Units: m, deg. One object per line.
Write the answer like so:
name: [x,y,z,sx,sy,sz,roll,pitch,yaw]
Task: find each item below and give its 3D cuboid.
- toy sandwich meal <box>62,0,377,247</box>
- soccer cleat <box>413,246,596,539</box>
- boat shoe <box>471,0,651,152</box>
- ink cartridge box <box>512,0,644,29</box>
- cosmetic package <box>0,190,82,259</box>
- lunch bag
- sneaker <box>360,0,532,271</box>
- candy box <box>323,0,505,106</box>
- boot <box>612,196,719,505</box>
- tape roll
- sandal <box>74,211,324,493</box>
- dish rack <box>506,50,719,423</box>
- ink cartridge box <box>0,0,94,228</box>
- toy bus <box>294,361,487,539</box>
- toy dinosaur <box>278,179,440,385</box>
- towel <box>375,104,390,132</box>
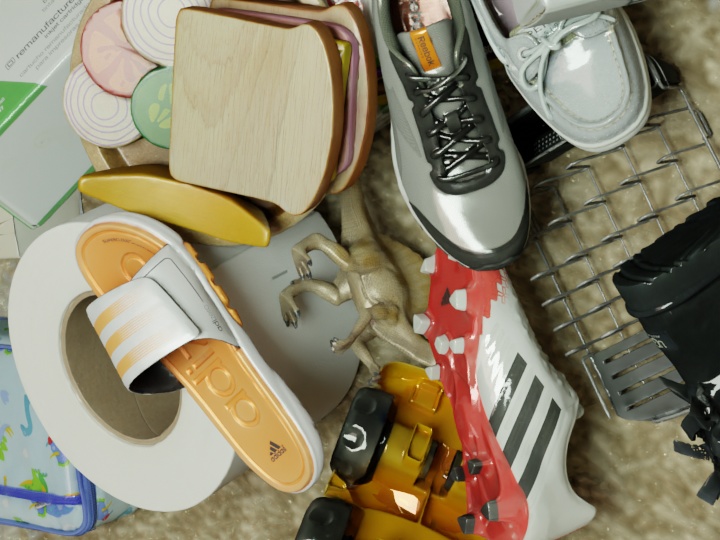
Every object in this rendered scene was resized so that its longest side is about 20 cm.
toy sandwich meal: [-0.089,-0.098,0.961,0.204,0.070,0.206,5,106,17]
soccer cleat: [0.088,0.064,0.974,0.069,0.085,0.201,-35,61,59]
boat shoe: [0.093,-0.157,0.908,0.074,0.065,0.203,-29,74,22]
ink cartridge box: [0.161,-0.217,0.830,0.199,0.083,0.147,-13,91,-3]
cosmetic package: [-0.315,-0.060,1.299,0.199,0.073,0.104,-3,96,39]
lunch bag: [-0.261,0.123,1.289,0.199,0.082,0.162,4,104,38]
sneaker: [0.044,-0.095,0.930,0.074,0.079,0.201,-18,88,4]
candy box: [0.020,-0.155,0.988,0.199,0.026,0.103,-17,93,8]
boot: [0.242,0.027,0.875,0.163,0.198,0.073,58,175,-15]
tape roll: [-0.117,0.041,1.104,0.202,0.139,0.204,16,118,31]
sandal: [-0.102,0.053,0.964,0.207,0.059,0.079,48,129,6]
dish rack: [0.157,-0.012,0.958,0.153,0.054,0.201,-31,79,38]
ink cartridge box: [-0.232,-0.148,1.107,0.147,0.083,0.200,-47,48,2]
toy bus: [0.024,0.189,1.044,0.135,0.201,0.192,21,147,2]
toy dinosaur: [0.000,0.000,1.035,0.058,0.101,0.201,-45,65,54]
towel: [-0.013,-0.161,1.079,0.200,0.023,0.153,-33,77,37]
